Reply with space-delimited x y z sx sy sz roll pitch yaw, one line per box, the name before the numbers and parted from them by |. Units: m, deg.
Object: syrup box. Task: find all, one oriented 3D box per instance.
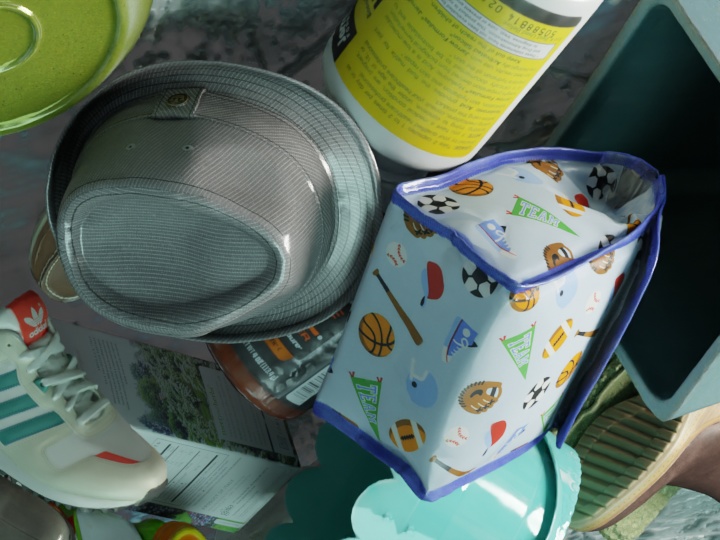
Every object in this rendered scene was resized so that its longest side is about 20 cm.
syrup box | -0.144 0.105 1.771 0.199 0.079 0.081 16 131 -39

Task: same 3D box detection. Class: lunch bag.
lunch bag | 0.093 0.023 1.590 0.199 0.124 0.171 -21 143 -49

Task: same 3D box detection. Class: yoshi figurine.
yoshi figurine | -0.170 0.214 1.815 0.112 0.113 0.199 8 179 -38

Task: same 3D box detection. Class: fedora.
fedora | -0.092 -0.024 1.517 0.198 0.090 0.178 9 117 9

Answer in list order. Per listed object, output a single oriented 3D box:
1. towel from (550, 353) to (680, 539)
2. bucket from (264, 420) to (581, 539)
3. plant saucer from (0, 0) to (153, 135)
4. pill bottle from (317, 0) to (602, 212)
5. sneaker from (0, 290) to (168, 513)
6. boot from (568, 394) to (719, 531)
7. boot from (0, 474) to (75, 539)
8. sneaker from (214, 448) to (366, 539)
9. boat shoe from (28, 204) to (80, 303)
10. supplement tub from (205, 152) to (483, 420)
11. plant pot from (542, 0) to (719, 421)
towel | 0.206 0.090 1.859 0.200 0.036 0.148 -51 134 2
bucket | 0.040 0.157 1.733 0.134 0.208 0.207 31 126 -12
plant saucer | -0.206 -0.136 1.477 0.198 0.031 0.201 -13 144 -10
pill bottle | 0.046 -0.128 1.540 0.111 0.112 0.200 11 133 -35
sneaker | -0.200 0.069 1.630 0.070 0.199 0.094 -33 147 -56
boot | 0.236 0.136 1.833 0.200 0.072 0.167 -47 132 -9
boot | -0.276 0.124 1.647 0.068 0.199 0.131 -59 163 -18
sneaker | -0.057 0.170 1.893 0.075 0.089 0.200 12 127 -47
boat shoe | -0.121 -0.039 1.606 0.200 0.072 0.076 -39 140 23
supplement tub | 0.000 0.000 1.686 0.200 0.107 0.107 -37 141 20
plant pot | 0.259 -0.048 1.686 0.199 0.196 0.197 -6 143 -37
